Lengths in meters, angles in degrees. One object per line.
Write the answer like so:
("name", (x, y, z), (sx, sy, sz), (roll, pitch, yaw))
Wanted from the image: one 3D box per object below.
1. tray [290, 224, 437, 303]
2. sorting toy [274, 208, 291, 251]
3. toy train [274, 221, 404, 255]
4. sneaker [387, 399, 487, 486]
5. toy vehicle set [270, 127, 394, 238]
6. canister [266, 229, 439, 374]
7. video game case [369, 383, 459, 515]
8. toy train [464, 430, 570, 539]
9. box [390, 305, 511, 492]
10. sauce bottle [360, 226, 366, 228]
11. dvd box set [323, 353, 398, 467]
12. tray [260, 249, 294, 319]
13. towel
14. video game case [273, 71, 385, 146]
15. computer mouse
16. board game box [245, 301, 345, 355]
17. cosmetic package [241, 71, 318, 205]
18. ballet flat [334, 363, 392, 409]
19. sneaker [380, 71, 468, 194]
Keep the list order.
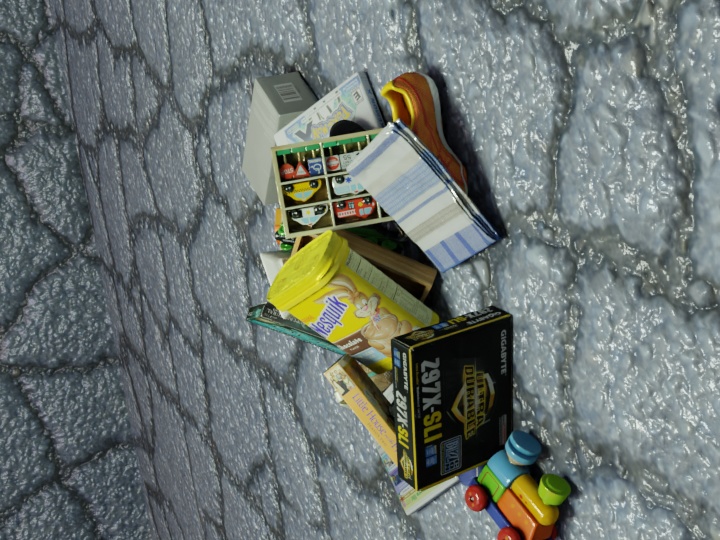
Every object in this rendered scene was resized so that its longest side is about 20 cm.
("tray", (0.000, 0.000, 1.251), (0.200, 0.037, 0.099), (23, 138, 1))
("sorting toy", (-0.114, -0.017, 1.435), (0.200, 0.036, 0.186), (69, -157, -75))
("toy train", (-0.029, -0.047, 1.289), (0.200, 0.056, 0.042), (8, 131, 15))
("sneaker", (0.100, 0.208, 1.213), (0.081, 0.115, 0.200), (-28, 78, 62))
("toy vehicle set", (-0.014, -0.122, 1.184), (0.027, 0.200, 0.125), (-110, 10, -82))
("canister", (-0.008, 0.050, 1.211), (0.200, 0.087, 0.148), (37, 140, -18))
("video game case", (0.079, 0.274, 1.382), (0.182, 0.022, 0.200), (64, 149, 20))
("toy train", (0.225, 0.302, 1.080), (0.200, 0.085, 0.116), (50, 129, 39))
("box", (0.119, 0.161, 1.110), (0.049, 0.159, 0.200), (26, 125, 55))
("sauce bottle", (-0.019, -0.053, 1.362), (0.200, 0.066, 0.066), (53, 145, 39))
("dvd box set", (0.028, 0.207, 1.249), (0.200, 0.029, 0.146), (51, -176, 3))
("tray", (-0.061, 0.010, 1.344), (0.022, 0.200, 0.108), (-27, 78, 39))
("towel", (0.075, -0.089, 1.113), (0.200, 0.024, 0.147), (48, 149, -6))
("video game case", (-0.036, -0.167, 1.309), (0.200, 0.022, 0.183), (-28, 77, 39))
("computer mouse", (0.014, -0.126, 1.239), (0.200, 0.059, 0.034), (64, -177, 10))
("board game box", (-0.076, 0.098, 1.392), (0.135, 0.200, 0.028), (160, 129, -72))
("cosmetic package", (-0.136, -0.219, 1.475), (0.107, 0.090, 0.200), (58, 150, 31))
("ballet flat", (-0.008, 0.192, 1.455), (0.071, 0.065, 0.200), (63, 150, 16))
("sneaker", (0.078, -0.151, 1.119), (0.073, 0.077, 0.200), (-15, 99, 61))
